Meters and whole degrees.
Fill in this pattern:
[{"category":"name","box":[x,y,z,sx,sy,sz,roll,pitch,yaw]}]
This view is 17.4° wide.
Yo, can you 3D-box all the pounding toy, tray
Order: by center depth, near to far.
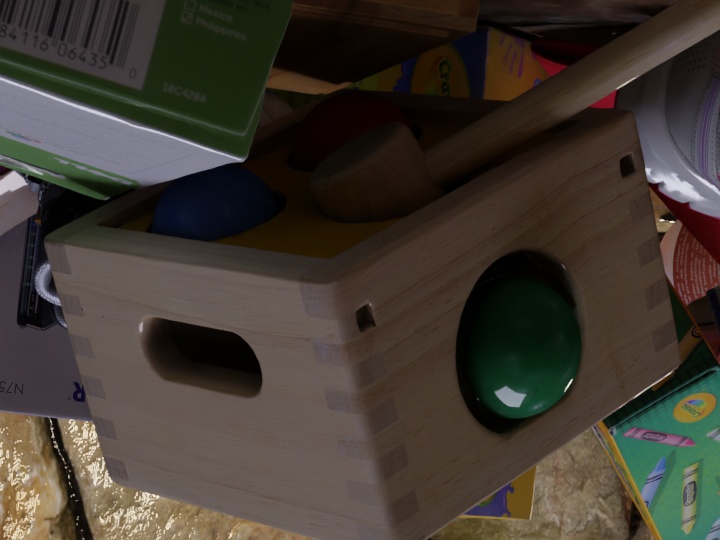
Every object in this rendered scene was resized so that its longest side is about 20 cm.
[{"category":"pounding toy","box":[0.021,-0.011,0.833,0.183,0.143,0.199,-29,-155,-37]},{"category":"tray","box":[-0.032,-0.097,0.869,0.098,0.037,0.200,7,176,-14]}]

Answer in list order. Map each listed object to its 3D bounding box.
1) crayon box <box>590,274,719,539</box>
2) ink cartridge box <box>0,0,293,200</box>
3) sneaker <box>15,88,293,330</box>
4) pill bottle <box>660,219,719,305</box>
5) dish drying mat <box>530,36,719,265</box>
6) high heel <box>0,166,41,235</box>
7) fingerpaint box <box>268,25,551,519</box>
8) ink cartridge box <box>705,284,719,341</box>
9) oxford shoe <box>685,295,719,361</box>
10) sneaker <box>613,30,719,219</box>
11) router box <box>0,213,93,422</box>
[{"category":"crayon box","box":[0.128,0.049,1.091,0.058,0.119,0.200,-30,151,1]},{"category":"ink cartridge box","box":[-0.101,-0.071,0.770,0.103,0.060,0.200,18,173,-17]},{"category":"sneaker","box":[-0.127,-0.044,0.974,0.198,0.114,0.076,18,143,10]},{"category":"pill bottle","box":[0.239,-0.001,1.323,0.111,0.113,0.200,7,177,-14]},{"category":"dish drying mat","box":[0.151,-0.030,1.000,0.200,0.018,0.077,42,165,-34]},{"category":"high heel","box":[-0.186,-0.056,1.121,0.198,0.097,0.068,-1,153,20]},{"category":"fingerpaint box","box":[0.000,0.000,1.025,0.166,0.202,0.073,2,175,38]},{"category":"ink cartridge box","box":[0.265,0.033,1.049,0.198,0.041,0.200,-20,-155,10]},{"category":"oxford shoe","box":[0.249,-0.003,1.192,0.198,0.075,0.071,-14,165,-5]},{"category":"sneaker","box":[0.194,-0.029,0.892,0.199,0.082,0.088,29,163,-14]},{"category":"router box","box":[-0.138,-0.018,1.149,0.198,0.181,0.049,4,177,18]}]
